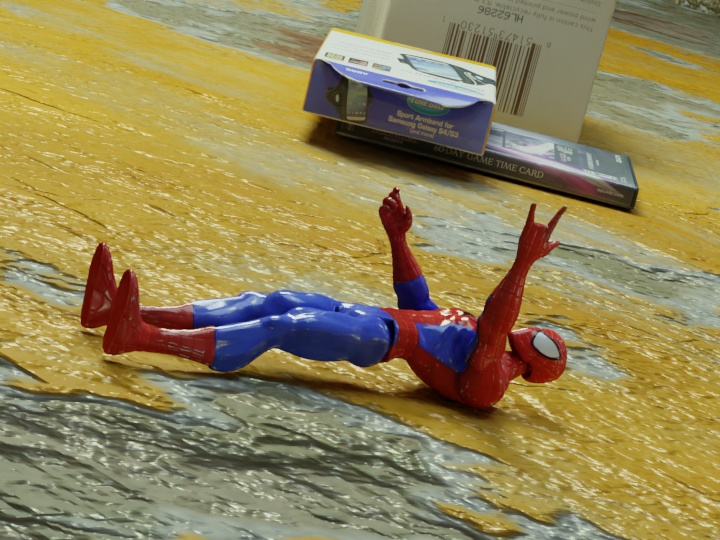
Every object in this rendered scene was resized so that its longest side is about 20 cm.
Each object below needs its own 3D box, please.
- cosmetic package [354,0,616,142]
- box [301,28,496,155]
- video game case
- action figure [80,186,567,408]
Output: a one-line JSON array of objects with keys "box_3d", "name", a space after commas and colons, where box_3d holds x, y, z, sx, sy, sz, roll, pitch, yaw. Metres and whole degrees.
[{"box_3d": [0.093, -0.203, 1.909, 0.167, 0.167, 0.200, 13, 10, -7], "name": "cosmetic package"}, {"box_3d": [0.028, -0.117, 1.652, 0.119, 0.042, 0.200, 14, 14, 1], "name": "box"}, {"box_3d": [0.086, -0.084, 1.700, 0.200, 0.019, 0.143, 15, 11, 1], "name": "video game case"}, {"box_3d": [0.000, 0.000, 1.005, 0.200, 0.099, 0.065, 12, 13, -23], "name": "action figure"}]
